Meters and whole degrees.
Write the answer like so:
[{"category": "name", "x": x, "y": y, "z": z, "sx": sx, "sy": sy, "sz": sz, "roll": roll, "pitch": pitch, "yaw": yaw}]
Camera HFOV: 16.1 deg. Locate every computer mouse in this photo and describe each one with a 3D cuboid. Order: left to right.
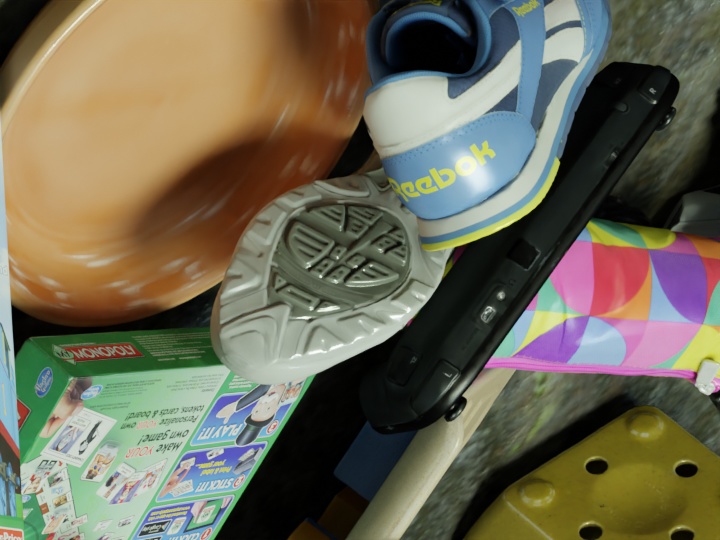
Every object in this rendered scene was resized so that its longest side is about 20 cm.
[{"category": "computer mouse", "x": 0.193, "y": -0.012, "z": 1.402, "sx": 0.200, "sy": 0.044, "sz": 0.110, "roll": -19, "pitch": 138, "yaw": -36}]

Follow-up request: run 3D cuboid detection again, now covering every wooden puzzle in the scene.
[{"category": "wooden puzzle", "x": 0.007, "y": 0.114, "z": 1.280, "sx": 0.185, "sy": 0.046, "sz": 0.200, "roll": -56, "pitch": 176, "yaw": 16}]

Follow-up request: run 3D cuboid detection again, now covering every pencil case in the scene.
[{"category": "pencil case", "x": 0.119, "y": 0.015, "z": 1.266, "sx": 0.200, "sy": 0.088, "sz": 0.089, "roll": 8, "pitch": 122, "yaw": -31}]

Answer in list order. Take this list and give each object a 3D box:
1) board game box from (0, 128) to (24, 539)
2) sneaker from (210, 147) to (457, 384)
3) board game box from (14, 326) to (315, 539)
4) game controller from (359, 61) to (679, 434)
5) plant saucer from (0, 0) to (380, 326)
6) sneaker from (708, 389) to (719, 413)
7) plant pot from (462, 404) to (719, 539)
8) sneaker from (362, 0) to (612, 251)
[{"category": "board game box", "x": -0.181, "y": 0.004, "z": 0.875, "sx": 0.037, "sy": 0.200, "sz": 0.151, "roll": -16, "pitch": 162, "yaw": 31}, {"category": "sneaker", "x": 0.000, "y": 0.000, "z": 1.100, "sx": 0.200, "sy": 0.078, "sz": 0.099, "roll": -41, "pitch": 166, "yaw": -42}, {"category": "board game box", "x": -0.105, "y": 0.086, "z": 1.076, "sx": 0.135, "sy": 0.029, "sz": 0.200, "roll": -57, "pitch": 157, "yaw": 16}, {"category": "game controller", "x": 0.070, "y": -0.010, "z": 1.133, "sx": 0.200, "sy": 0.042, "sz": 0.104, "roll": -53, "pitch": -179, "yaw": -15}, {"category": "plant saucer", "x": -0.080, "y": -0.066, "z": 1.038, "sx": 0.200, "sy": 0.037, "sz": 0.200, "roll": -29, "pitch": 144, "yaw": -24}, {"category": "sneaker", "x": 0.233, "y": -0.016, "z": 1.354, "sx": 0.090, "sy": 0.066, "sz": 0.201, "roll": 4, "pitch": 93, "yaw": -43}, {"category": "plant pot", "x": 0.162, "y": 0.198, "z": 1.477, "sx": 0.194, "sy": 0.195, "sz": 0.200, "roll": -29, "pitch": 135, "yaw": -24}, {"category": "sneaker", "x": 0.051, "y": -0.096, "z": 1.064, "sx": 0.074, "sy": 0.200, "sz": 0.082, "roll": -24, "pitch": 118, "yaw": 29}]
